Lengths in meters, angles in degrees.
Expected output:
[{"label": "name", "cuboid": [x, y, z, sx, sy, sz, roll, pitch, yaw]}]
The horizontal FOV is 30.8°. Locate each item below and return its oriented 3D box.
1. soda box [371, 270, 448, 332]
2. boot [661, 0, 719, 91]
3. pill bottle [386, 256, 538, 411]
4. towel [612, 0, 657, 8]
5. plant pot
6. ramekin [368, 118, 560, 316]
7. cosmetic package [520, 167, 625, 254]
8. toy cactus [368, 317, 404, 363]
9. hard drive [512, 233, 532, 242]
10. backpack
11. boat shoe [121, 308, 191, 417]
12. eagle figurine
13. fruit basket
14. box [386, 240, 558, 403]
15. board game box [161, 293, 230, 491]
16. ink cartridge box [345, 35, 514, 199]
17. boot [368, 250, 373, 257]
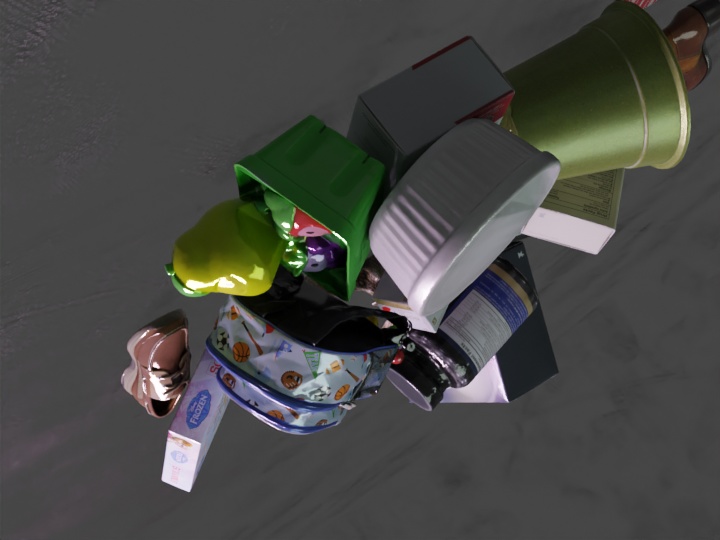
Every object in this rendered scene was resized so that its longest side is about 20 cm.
[{"label": "soda box", "cuboid": [0.091, -0.028, 1.581, 0.200, 0.068, 0.064, -64, 144, -22]}, {"label": "boot", "cuboid": [0.385, -0.260, 1.752, 0.200, 0.069, 0.188, -32, 165, -14]}, {"label": "pill bottle", "cuboid": [0.123, 0.077, 1.659, 0.200, 0.112, 0.112, -47, 168, -13]}, {"label": "towel", "cuboid": [0.377, -0.363, 1.508, 0.200, 0.023, 0.145, -30, 166, -17]}, {"label": "plant pot", "cuboid": [0.236, -0.181, 1.478, 0.190, 0.200, 0.200, -19, 162, -12]}, {"label": "ramekin", "cuboid": [0.095, -0.059, 1.275, 0.202, 0.094, 0.202, -44, 168, -12]}, {"label": "cosmetic package", "cuboid": [0.269, -0.132, 1.607, 0.073, 0.103, 0.200, 112, -6, -64]}, {"label": "toy cactus", "cuboid": [-0.032, 0.106, 1.558, 0.200, 0.103, 0.165, -2, 178, -16]}, {"label": "hard drive", "cuboid": [0.230, -0.093, 1.720, 0.200, 0.038, 0.140, -17, 154, -36]}, {"label": "backpack", "cuboid": [-0.073, 0.082, 1.396, 0.154, 0.200, 0.190, -67, 159, 6]}, {"label": "boat shoe", "cuboid": [-0.220, 0.108, 1.487, 0.076, 0.072, 0.200, -30, 164, -25]}, {"label": "eagle figurine", "cuboid": [0.004, 0.002, 1.638, 0.200, 0.151, 0.152, 23, 80, -40]}, {"label": "fruit basket", "cuboid": [-0.079, -0.030, 1.275, 0.216, 0.155, 0.216, -52, 169, -14]}, {"label": "box", "cuboid": [0.147, 0.075, 1.845, 0.123, 0.200, 0.198, -24, -169, -41]}, {"label": "board game box", "cuboid": [-0.176, 0.140, 1.552, 0.200, 0.041, 0.200, 112, -1, -62]}, {"label": "ink cartridge box", "cuboid": [0.061, -0.133, 1.368, 0.146, 0.083, 0.200, -32, 164, -21]}, {"label": "boot", "cuboid": [0.050, -0.055, 1.477, 0.200, 0.073, 0.182, -23, -155, -39]}]
